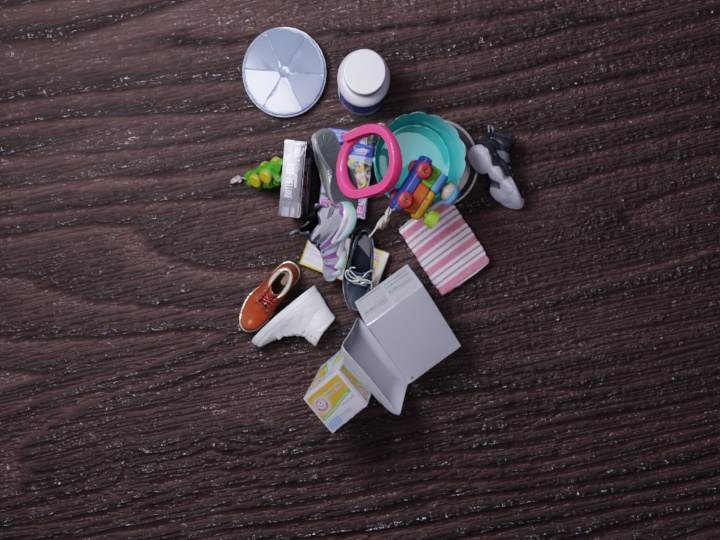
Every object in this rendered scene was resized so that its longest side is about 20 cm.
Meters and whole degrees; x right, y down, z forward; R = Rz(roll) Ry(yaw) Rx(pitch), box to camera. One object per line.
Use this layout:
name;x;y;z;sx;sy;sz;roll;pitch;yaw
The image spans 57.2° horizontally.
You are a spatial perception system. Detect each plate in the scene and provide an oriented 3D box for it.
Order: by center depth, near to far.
plate;0.030;0.221;1.517;0.032;0.200;0.201;-37;95;18

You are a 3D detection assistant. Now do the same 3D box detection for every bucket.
bucket;0.126;-0.242;1.471;0.201;0.135;0.213;0;95;0

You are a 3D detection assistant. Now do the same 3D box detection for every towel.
towel;0.199;-0.060;1.564;0.145;0.030;0.202;-34;102;6

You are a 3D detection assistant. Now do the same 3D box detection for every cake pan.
cake pan;0.180;-0.251;1.558;0.194;0.037;0.206;0;95;-1

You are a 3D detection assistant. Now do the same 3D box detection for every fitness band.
fitness band;0.015;-0.230;1.400;0.037;0.198;0.148;-9;91;-39

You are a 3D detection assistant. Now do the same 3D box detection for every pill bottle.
pill bottle;0.006;-0.418;1.460;0.116;0.200;0.123;0;95;-1

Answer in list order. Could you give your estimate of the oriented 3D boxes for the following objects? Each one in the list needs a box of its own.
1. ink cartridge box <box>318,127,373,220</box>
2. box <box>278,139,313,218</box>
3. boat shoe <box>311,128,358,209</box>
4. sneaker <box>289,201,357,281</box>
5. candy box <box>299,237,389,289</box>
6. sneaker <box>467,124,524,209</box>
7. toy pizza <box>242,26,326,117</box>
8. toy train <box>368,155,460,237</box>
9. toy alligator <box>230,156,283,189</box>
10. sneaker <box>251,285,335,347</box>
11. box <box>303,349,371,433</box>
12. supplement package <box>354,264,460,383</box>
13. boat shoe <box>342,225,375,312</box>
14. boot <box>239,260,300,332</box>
ink cartridge box;-0.033;-0.228;1.556;0.116;0.042;0.206;7;93;-2
box;-0.141;-0.199;1.473;0.048;0.200;0.162;5;94;0
boat shoe;-0.061;-0.221;1.511;0.073;0.065;0.206;-26;101;-17
sneaker;-0.096;-0.066;1.481;0.137;0.078;0.204;0;121;-26
candy box;-0.038;-0.029;1.576;0.196;0.026;0.104;22;93;-3
sneaker;0.337;-0.244;1.541;0.200;0.075;0.115;46;65;-26
toy pizza;-0.176;-0.459;1.537;0.194;0.032;0.206;0;93;-1
toy train;0.115;-0.125;1.378;0.114;0.085;0.202;32;94;-16
toy alligator;-0.224;-0.209;1.507;0.055;0.197;0.060;52;51;-24
sneaker;-0.154;0.144;1.564;0.199;0.074;0.116;-38;91;1
box;-0.041;0.260;1.504;0.112;0.200;0.102;-40;95;14
supplement package;0.109;0.123;1.515;0.154;0.111;0.201;-34;120;2
boat shoe;0.000;0.000;1.536;0.073;0.062;0.205;10;98;-6
boot;-0.220;0.064;1.541;0.075;0.107;0.201;38;94;-5
